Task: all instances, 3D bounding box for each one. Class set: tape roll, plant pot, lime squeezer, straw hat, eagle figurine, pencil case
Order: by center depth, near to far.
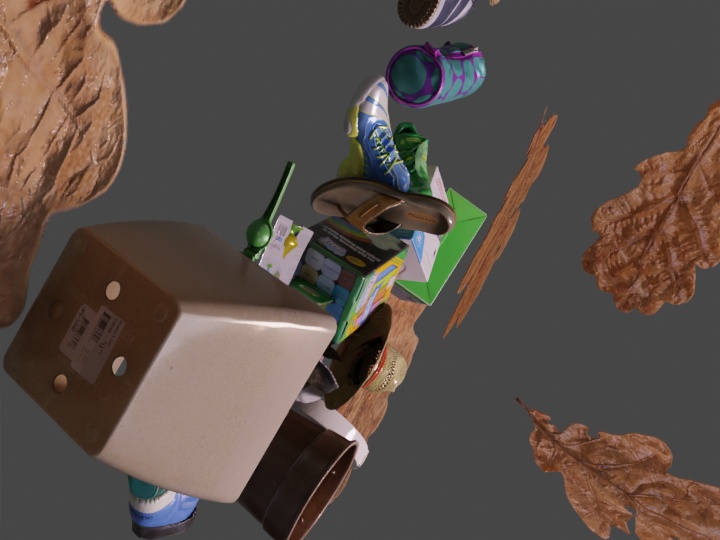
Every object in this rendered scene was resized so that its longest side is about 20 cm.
[{"bbox_3d":[-0.178,0.067,0.657,0.201,0.199,0.177,-59,153,3],"label":"plant pot"},{"bbox_3d":[-0.135,-0.041,0.872,0.200,0.038,0.071,-49,132,-29],"label":"lime squeezer"},{"bbox_3d":[0.112,-0.283,1.076,0.093,0.085,0.200,-49,172,31],"label":"pencil case"},{"bbox_3d":[-0.104,0.136,1.131,0.152,0.151,0.200,-47,179,15],"label":"eagle figurine"},{"bbox_3d":[-0.137,0.300,1.190,0.201,0.197,0.201,-52,163,-23],"label":"plant pot"},{"bbox_3d":[0.027,0.151,1.195,0.201,0.085,0.202,-51,-162,22],"label":"straw hat"},{"bbox_3d":[-0.077,0.274,1.323,0.037,0.202,0.203,-53,164,-26],"label":"tape roll"}]

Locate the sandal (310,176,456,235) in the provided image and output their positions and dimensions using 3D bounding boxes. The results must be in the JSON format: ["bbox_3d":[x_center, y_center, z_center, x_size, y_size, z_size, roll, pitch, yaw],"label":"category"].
[{"bbox_3d":[0.027,-0.074,0.998,0.081,0.198,0.054,95,10,-59],"label":"sandal"}]

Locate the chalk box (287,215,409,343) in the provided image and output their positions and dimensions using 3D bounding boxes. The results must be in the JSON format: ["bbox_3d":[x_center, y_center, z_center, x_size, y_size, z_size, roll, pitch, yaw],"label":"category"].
[{"bbox_3d":[-0.038,0.012,1.094,0.200,0.124,0.125,-33,151,-56],"label":"chalk box"}]

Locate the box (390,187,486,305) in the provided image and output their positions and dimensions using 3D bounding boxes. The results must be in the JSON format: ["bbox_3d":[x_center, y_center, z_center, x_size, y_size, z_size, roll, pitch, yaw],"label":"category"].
[{"bbox_3d":[0.123,-0.044,1.431,0.201,0.096,0.176,-57,-167,-6],"label":"box"}]

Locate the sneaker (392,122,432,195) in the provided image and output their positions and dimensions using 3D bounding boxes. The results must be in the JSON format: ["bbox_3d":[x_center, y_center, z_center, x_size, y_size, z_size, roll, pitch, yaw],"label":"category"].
[{"bbox_3d":[0.066,-0.158,1.120,0.201,0.073,0.084,-98,-173,-54],"label":"sneaker"}]

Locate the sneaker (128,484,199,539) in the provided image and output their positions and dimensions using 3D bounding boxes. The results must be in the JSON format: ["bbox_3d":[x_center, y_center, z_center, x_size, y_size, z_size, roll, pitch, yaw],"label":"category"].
[{"bbox_3d":[-0.243,0.299,1.071,0.200,0.076,0.112,-35,147,-47],"label":"sneaker"}]

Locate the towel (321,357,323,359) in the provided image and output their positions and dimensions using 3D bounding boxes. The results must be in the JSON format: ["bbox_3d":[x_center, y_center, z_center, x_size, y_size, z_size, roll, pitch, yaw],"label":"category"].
[{"bbox_3d":[-0.075,0.095,1.336,0.144,0.023,0.201,-22,139,-63],"label":"towel"}]

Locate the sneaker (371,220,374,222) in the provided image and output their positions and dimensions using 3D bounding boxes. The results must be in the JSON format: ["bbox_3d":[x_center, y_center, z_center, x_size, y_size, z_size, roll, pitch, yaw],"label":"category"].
[{"bbox_3d":[0.001,0.000,1.265,0.108,0.067,0.203,-36,141,-55],"label":"sneaker"}]

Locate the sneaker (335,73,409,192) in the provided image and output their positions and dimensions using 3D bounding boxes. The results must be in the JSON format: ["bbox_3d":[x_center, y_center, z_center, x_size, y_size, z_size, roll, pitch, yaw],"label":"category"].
[{"bbox_3d":[0.031,-0.162,1.010,0.076,0.105,0.201,-47,162,-36],"label":"sneaker"}]

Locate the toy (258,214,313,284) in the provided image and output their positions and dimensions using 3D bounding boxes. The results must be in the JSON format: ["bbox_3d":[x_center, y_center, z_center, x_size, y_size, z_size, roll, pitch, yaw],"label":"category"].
[{"bbox_3d":[-0.134,0.025,0.957,0.201,0.047,0.115,-63,162,1],"label":"toy"}]

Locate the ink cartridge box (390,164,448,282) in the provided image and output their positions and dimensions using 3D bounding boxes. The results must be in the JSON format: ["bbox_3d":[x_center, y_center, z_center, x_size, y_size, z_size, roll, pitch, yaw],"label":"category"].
[{"bbox_3d":[0.097,-0.096,1.267,0.116,0.067,0.201,65,37,-49],"label":"ink cartridge box"}]

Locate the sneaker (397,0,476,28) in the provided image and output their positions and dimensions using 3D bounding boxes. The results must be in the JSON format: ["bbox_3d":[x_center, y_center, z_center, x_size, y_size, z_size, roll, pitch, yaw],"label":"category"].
[{"bbox_3d":[0.124,-0.391,0.930,0.108,0.070,0.201,-21,147,-59],"label":"sneaker"}]

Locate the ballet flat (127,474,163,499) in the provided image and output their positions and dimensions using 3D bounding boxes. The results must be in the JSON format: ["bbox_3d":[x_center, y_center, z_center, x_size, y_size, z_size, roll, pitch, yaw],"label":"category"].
[{"bbox_3d":[-0.242,0.190,0.924,0.071,0.067,0.201,-82,-167,-61],"label":"ballet flat"}]

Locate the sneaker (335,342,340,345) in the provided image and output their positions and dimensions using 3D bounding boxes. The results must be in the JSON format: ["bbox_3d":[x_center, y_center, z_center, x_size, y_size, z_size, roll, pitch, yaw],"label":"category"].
[{"bbox_3d":[-0.005,0.133,1.496,0.070,0.090,0.200,-58,165,-2],"label":"sneaker"}]
